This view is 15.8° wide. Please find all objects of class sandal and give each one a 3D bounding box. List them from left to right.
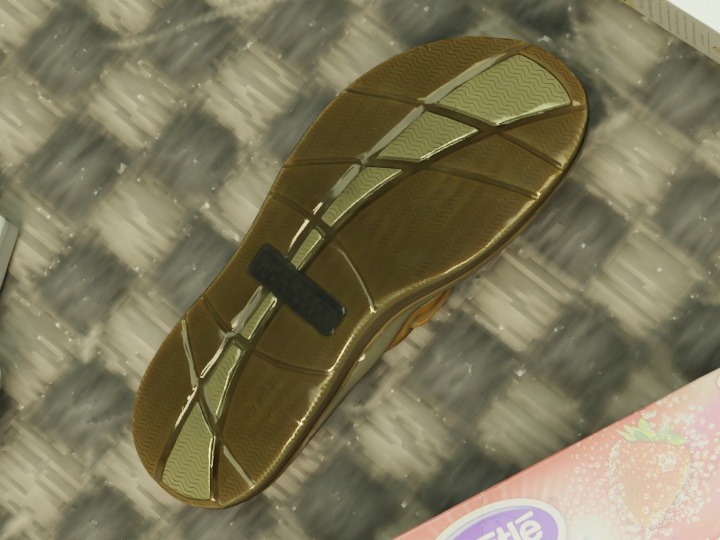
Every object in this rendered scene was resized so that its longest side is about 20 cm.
[{"bbox_3d":[0.000,0.000,0.892,0.080,0.054,0.200,44,101,21],"label":"sandal"}]

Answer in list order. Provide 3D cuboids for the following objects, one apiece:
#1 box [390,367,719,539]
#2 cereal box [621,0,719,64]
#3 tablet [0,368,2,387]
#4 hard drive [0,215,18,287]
[{"bbox_3d":[0.058,0.120,0.825,0.200,0.103,0.095,-28,75,2],"label":"box"},{"bbox_3d":[0.196,-0.110,0.890,0.200,0.040,0.144,34,84,14],"label":"cereal box"},{"bbox_3d":[-0.223,0.091,0.893,0.130,0.014,0.200,27,82,14],"label":"tablet"},{"bbox_3d":[-0.213,0.061,0.918,0.132,0.026,0.200,14,80,11],"label":"hard drive"}]
